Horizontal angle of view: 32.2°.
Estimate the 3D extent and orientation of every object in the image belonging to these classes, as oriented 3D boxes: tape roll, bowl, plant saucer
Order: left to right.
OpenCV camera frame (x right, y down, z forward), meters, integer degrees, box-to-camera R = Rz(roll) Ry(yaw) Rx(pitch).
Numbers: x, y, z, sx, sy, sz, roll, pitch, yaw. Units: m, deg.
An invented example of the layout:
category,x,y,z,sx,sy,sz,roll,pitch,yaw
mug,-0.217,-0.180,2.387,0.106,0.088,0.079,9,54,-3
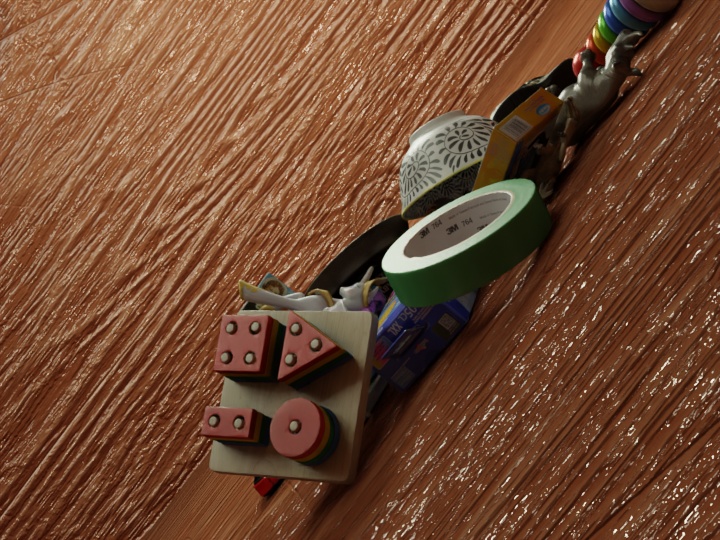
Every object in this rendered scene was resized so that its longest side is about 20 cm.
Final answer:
category,x,y,z,sx,sy,sz,roll,pitch,yaw
plant saucer,0.000,0.000,1.776,0.199,0.032,0.201,-38,-14,-11
bowl,0.125,-0.159,1.730,0.198,0.095,0.201,-26,-10,-5
tape roll,0.120,-0.033,1.426,0.198,0.049,0.201,-27,16,8

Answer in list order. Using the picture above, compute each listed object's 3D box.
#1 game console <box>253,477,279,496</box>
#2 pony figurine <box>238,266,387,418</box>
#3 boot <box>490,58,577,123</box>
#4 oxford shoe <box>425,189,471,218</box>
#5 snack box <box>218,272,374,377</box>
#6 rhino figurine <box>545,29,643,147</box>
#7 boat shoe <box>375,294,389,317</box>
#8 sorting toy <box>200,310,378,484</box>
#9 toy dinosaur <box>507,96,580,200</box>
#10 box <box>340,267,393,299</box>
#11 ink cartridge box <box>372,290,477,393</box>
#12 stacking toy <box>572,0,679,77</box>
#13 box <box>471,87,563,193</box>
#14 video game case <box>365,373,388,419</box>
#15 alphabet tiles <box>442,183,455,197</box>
category,x,y,z,sx,sy,sz,roll,pitch,yaw
game console,-0.108,0.281,2.051,0.177,0.031,0.200,-47,5,1
pony figurine,-0.054,0.082,1.609,0.168,0.196,0.195,83,-179,-52
boot,0.236,-0.228,1.864,0.203,0.074,0.153,-38,4,-30
oxford shoe,0.104,-0.050,1.695,0.199,0.073,0.071,-29,-13,-44
snack box,-0.081,0.110,1.692,0.117,0.199,0.037,-54,1,-18
rhino figurine,0.293,-0.229,1.564,0.200,0.059,0.088,-48,26,45
boat shoe,0.005,0.105,1.767,0.200,0.057,0.067,-50,5,38
sorting toy,-0.092,0.139,1.480,0.069,0.196,0.203,36,-122,-55
toy dinosaur,0.225,-0.113,1.544,0.101,0.058,0.202,-27,-33,-59
box,-0.019,0.089,1.835,0.198,0.050,0.201,-38,-15,-18
ink cartridge box,0.077,0.056,1.538,0.137,0.076,0.201,-51,7,28
stacking toy,0.348,-0.324,1.691,0.086,0.085,0.201,-56,-1,-39
box,0.186,-0.121,1.583,0.119,0.041,0.202,-41,-25,-39
video game case,0.015,0.159,1.740,0.201,0.018,0.143,-56,5,-35
alphabet tiles,0.126,-0.064,1.910,0.168,0.008,0.200,-53,-17,-3
